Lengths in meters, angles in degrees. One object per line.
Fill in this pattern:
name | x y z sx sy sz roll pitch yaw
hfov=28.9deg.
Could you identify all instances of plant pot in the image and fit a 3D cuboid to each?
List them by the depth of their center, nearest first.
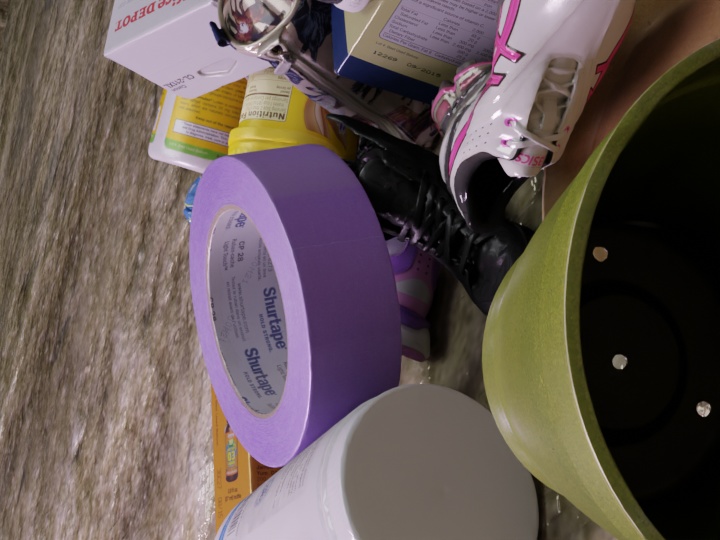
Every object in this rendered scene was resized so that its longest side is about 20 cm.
plant pot | 0.135 0.029 0.541 0.193 0.198 0.203 153 128 -74
plant pot | 0.158 -0.068 0.722 0.200 0.027 0.202 -44 40 51

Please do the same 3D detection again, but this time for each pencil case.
pencil case | -0.014 -0.145 0.961 0.077 0.199 0.091 -14 63 33

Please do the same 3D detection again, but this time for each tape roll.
tape roll | -0.048 0.022 0.911 0.200 0.065 0.203 33 128 58

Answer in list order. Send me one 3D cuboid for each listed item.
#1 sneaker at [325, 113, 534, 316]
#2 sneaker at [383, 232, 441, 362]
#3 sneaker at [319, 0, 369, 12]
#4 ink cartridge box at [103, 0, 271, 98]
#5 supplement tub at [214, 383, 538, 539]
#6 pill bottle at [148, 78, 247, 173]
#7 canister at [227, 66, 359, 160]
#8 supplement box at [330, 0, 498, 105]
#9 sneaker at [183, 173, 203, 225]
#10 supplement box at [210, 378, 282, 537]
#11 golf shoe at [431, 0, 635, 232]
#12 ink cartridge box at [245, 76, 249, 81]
sneaker | 0.039 -0.036 0.881 0.061 0.103 0.200 -65 25 22
sneaker | 0.000 0.000 0.998 0.200 0.080 0.090 19 90 61
sneaker | -0.051 -0.240 0.853 0.074 0.111 0.201 -61 27 31
ink cartridge box | -0.105 -0.250 1.045 0.145 0.082 0.203 -13 62 46
supplement tub | 0.001 0.162 0.825 0.200 0.130 0.134 -42 40 52
pill bottle | -0.129 -0.193 1.353 0.111 0.110 0.203 22 98 67
canister | -0.035 -0.156 1.095 0.149 0.085 0.203 51 -132 -72
supplement box | 0.080 -0.238 0.862 0.200 0.133 0.202 -51 33 45
sneaker | -0.111 -0.025 1.134 0.076 0.105 0.200 -55 -3 9
supplement box | -0.067 0.158 1.020 0.066 0.068 0.203 -23 69 54
golf shoe | 0.100 -0.099 0.760 0.200 0.072 0.093 121 148 -56
ink cartridge box | -0.068 -0.234 1.183 0.160 0.047 0.202 57 -131 -70
